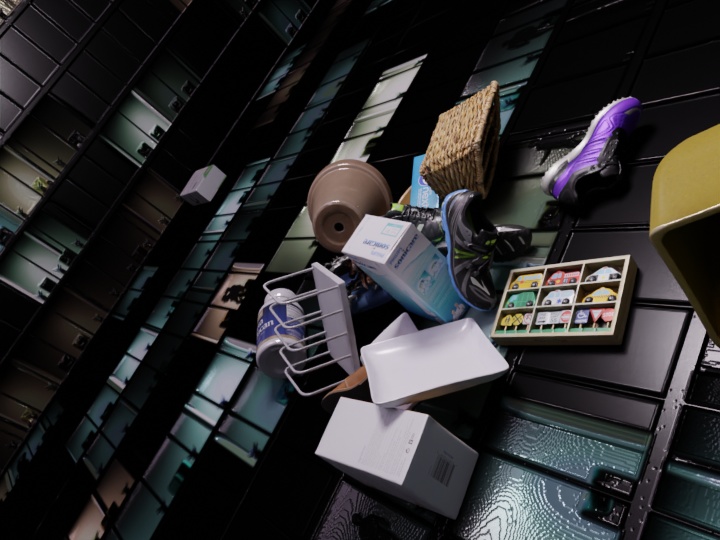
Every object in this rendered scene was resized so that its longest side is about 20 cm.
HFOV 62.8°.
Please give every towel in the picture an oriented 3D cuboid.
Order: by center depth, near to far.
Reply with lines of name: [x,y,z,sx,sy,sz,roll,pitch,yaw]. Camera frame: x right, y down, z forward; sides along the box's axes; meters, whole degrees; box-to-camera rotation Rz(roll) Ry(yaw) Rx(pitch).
towel: [0.015,0.038,1.233,0.198,0.048,0.113,-23,40,38]

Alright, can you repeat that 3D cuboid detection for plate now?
plate: [0.106,0.143,0.902,0.196,0.033,0.200,-14,16,-2]

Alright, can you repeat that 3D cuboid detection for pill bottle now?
pill bottle: [-0.178,0.134,1.328,0.111,0.111,0.201,-39,32,19]

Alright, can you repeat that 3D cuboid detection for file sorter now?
file sorter: [-0.093,0.113,1.114,0.123,0.203,0.139,-18,22,-20]

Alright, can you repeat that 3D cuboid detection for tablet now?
tablet: [0.067,0.169,1.053,0.130,0.014,0.201,-45,31,10]

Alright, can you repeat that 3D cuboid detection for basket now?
basket: [0.226,-0.230,1.139,0.148,0.143,0.202,-22,35,43]

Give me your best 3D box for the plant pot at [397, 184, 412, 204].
plant pot: [0.138,-0.145,1.286,0.199,0.027,0.202,-35,33,26]

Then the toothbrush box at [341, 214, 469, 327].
toothbrush box: [0.085,0.001,1.025,0.086,0.199,0.146,-55,30,-9]

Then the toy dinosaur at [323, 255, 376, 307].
toy dinosaur: [0.000,0.000,1.180,0.135,0.103,0.200,-36,2,-19]

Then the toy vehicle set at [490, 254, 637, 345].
toy vehicle set: [0.292,0.048,0.863,0.198,0.026,0.126,-10,50,49]

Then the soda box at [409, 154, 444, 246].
soda box: [0.143,-0.137,1.186,0.067,0.064,0.203,-10,60,31]

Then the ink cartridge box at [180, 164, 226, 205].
ink cartridge box: [-0.702,-0.377,2.629,0.199,0.084,0.146,-1,55,53]

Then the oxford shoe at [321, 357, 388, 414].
oxford shoe: [0.004,0.206,1.042,0.199,0.071,0.072,-36,19,39]

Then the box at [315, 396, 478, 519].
box: [0.049,0.267,0.860,0.199,0.124,0.098,-4,53,51]

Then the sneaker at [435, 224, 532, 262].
sneaker: [0.215,-0.060,1.044,0.199,0.074,0.080,-6,46,51]

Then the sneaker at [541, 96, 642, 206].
sneaker: [0.393,-0.180,0.945,0.201,0.069,0.100,-49,36,11]

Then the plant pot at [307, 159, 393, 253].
plant pot: [-0.033,-0.120,1.277,0.199,0.201,0.175,-37,15,22]

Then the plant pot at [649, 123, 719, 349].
plant pot: [0.442,-0.072,0.644,0.193,0.196,0.201,-25,29,37]

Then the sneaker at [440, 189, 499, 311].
sneaker: [0.185,-0.032,0.954,0.082,0.070,0.203,-10,92,52]

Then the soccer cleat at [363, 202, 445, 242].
soccer cleat: [0.095,-0.090,1.086,0.197,0.082,0.068,-12,35,27]
